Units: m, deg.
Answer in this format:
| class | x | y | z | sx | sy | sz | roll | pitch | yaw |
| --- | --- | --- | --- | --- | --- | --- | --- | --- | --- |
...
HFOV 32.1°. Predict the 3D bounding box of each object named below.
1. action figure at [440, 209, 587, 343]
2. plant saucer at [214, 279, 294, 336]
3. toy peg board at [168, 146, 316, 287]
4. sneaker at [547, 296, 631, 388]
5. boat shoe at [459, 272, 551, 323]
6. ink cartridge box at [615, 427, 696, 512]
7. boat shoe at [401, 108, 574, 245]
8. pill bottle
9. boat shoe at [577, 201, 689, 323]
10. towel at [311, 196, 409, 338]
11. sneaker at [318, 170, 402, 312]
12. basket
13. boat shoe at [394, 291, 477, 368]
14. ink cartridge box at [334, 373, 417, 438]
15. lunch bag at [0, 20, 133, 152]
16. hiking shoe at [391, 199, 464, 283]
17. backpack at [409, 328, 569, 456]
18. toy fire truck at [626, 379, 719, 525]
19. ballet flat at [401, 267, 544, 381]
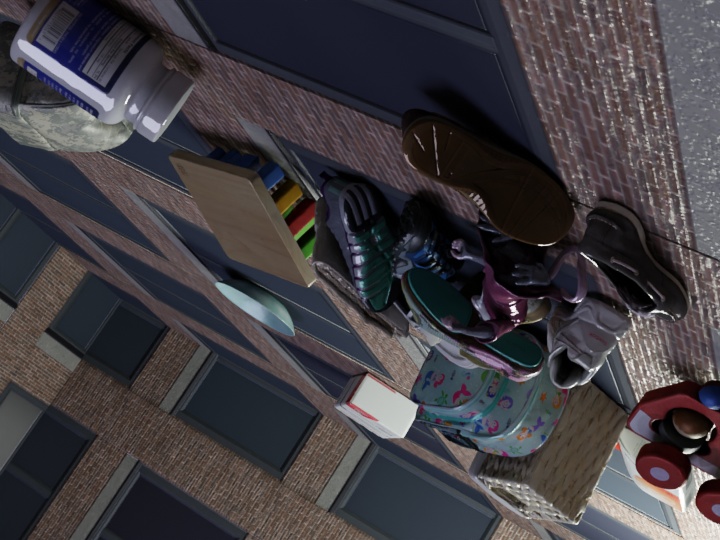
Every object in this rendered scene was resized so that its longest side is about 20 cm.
| class | x | y | z | sx | sy | sz | roll | pitch | yaw |
| --- | --- | --- | --- | --- | --- | --- | --- | --- | --- |
| action figure | 0.167 | 0.011 | 1.385 | 0.149 | 0.134 | 0.200 | 5 | 152 | 5 |
| plant saucer | -0.214 | 0.067 | 2.637 | 0.201 | 0.039 | 0.201 | 31 | 167 | 8 |
| toy peg board | -0.142 | -0.100 | 1.782 | 0.200 | 0.098 | 0.199 | 19 | 145 | 46 |
| sneaker | 0.248 | 0.095 | 1.484 | 0.078 | 0.099 | 0.200 | 32 | 167 | 5 |
| boat shoe | 0.169 | 0.045 | 1.551 | 0.066 | 0.074 | 0.200 | 41 | 166 | -11 |
| ink cartridge box | 0.412 | 0.288 | 1.919 | 0.200 | 0.050 | 0.162 | 23 | 164 | 25 |
| boat shoe | 0.120 | -0.095 | 1.205 | 0.200 | 0.072 | 0.072 | 27 | -159 | -22 |
| pill bottle | -0.308 | -0.249 | 1.517 | 0.200 | 0.120 | 0.120 | 35 | 167 | -7 |
| boat shoe | 0.262 | 0.007 | 1.223 | 0.067 | 0.057 | 0.200 | 21 | 162 | 43 |
| towel | 0.000 | 0.000 | 1.707 | 0.034 | 0.133 | 0.200 | -28 | 128 | 25 |
| sneaker | 0.000 | -0.040 | 1.614 | 0.088 | 0.074 | 0.200 | 35 | 148 | 45 |
| basket | 0.272 | 0.247 | 1.787 | 0.136 | 0.200 | 0.123 | 39 | 159 | -27 |
| boat shoe | 0.089 | 0.052 | 1.661 | 0.068 | 0.072 | 0.200 | -5 | -127 | -49 |
| ink cartridge box | 0.035 | 0.307 | 2.819 | 0.144 | 0.084 | 0.200 | 33 | 166 | -5 |
| lunch bag | -0.414 | -0.246 | 1.745 | 0.167 | 0.140 | 0.200 | 14 | 167 | 8 |
| hiking shoe | 0.086 | -0.032 | 1.513 | 0.087 | 0.075 | 0.200 | 14 | 169 | 5 |
| backpack | 0.180 | 0.158 | 1.717 | 0.200 | 0.178 | 0.151 | 14 | 162 | 46 |
| toy fire truck | 0.423 | 0.195 | 1.469 | 0.200 | 0.112 | 0.168 | 31 | 143 | 8 |
| ballet flat | 0.124 | 0.075 | 1.495 | 0.200 | 0.069 | 0.071 | 32 | 139 | 0 |
